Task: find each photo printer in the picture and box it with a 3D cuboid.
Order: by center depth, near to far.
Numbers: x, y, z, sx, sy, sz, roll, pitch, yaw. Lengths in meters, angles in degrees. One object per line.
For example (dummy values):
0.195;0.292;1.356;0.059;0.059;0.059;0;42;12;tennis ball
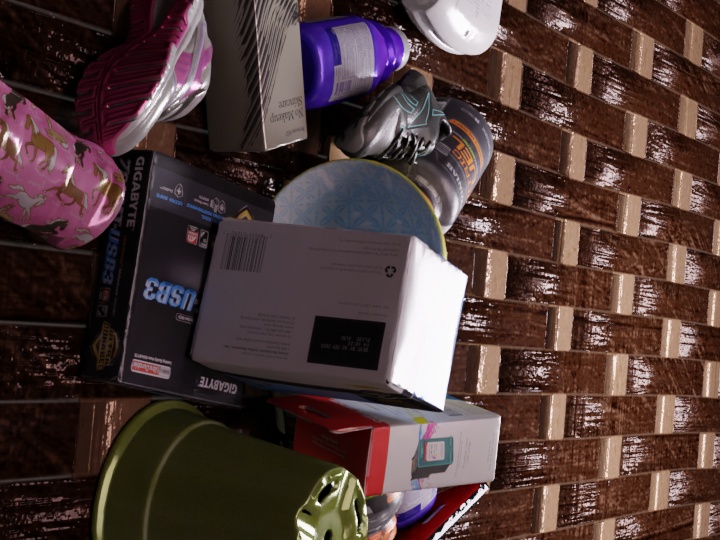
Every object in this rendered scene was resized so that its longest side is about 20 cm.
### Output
0.111;-0.354;1.847;0.166;0.069;0.202;22;75;-60;photo printer

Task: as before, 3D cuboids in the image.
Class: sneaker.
-0.169;-0.158;1.352;0.089;0.081;0.201;69;33;-40;sneaker
0.041;-0.146;1.624;0.079;0.075;0.200;50;31;-1;sneaker

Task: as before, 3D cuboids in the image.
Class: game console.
0.064;0.342;1.804;0.119;0.172;0.200;61;34;-3;game console

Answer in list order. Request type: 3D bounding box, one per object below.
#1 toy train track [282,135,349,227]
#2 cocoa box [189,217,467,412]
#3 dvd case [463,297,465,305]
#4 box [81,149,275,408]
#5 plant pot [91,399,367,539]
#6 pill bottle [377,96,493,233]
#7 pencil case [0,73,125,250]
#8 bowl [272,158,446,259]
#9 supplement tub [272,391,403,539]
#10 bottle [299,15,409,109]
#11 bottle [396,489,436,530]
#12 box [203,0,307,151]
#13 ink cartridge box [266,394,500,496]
-0.035;-0.038;1.649;0.114;0.033;0.202;2;101;-22;toy train track
-0.025;0.041;1.424;0.131;0.198;0.135;31;67;-60;cocoa box
0.044;0.126;1.744;0.142;0.017;0.202;-18;131;-53;dvd case
-0.158;0.012;1.435;0.200;0.049;0.201;23;73;-59;box
-0.102;0.222;1.414;0.200;0.188;0.202;-9;101;-59;plant pot
0.069;-0.100;1.743;0.200;0.105;0.107;-57;140;-52;pill bottle
-0.260;-0.088;1.207;0.200;0.086;0.083;41;26;-55;pencil case
0.000;0.000;1.581;0.108;0.198;0.202;28;69;-70;bowl
-0.021;0.178;1.621;0.122;0.122;0.202;-33;121;-55;supplement tub
-0.017;-0.215;1.625;0.200;0.065;0.084;-25;116;-58;bottle
0.046;0.190;1.717;0.083;0.065;0.201;-32;143;-30;bottle
-0.102;-0.214;1.485;0.082;0.068;0.202;-27;116;-57;box
0.019;0.157;1.494;0.199;0.116;0.068;0;101;-38;ink cartridge box
